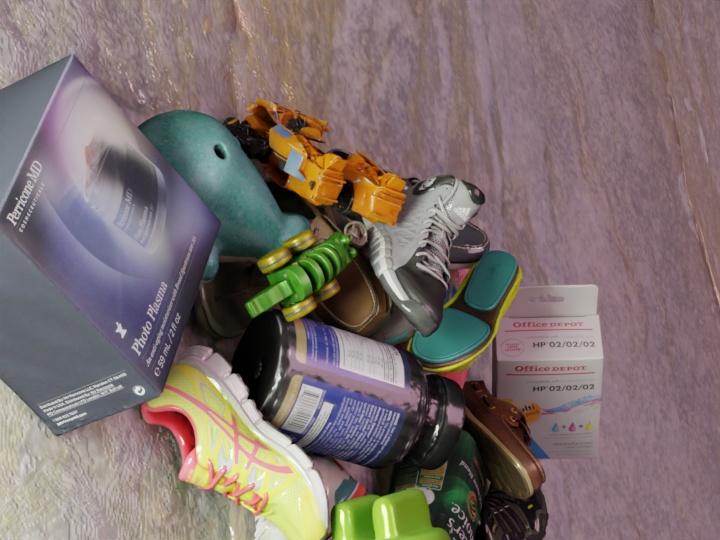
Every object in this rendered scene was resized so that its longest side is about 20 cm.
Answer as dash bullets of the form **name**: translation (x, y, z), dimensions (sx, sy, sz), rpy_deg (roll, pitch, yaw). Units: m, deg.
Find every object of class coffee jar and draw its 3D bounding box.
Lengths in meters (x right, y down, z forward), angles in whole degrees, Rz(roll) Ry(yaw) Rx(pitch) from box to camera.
- **coffee jar**: translation (0.064, 0.251, 1.778), dimensions (0.201, 0.084, 0.105), rpy_deg (-73, 152, -46)

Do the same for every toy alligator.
- **toy alligator**: translation (-0.031, -0.009, 1.619), dimensions (0.200, 0.054, 0.060), rpy_deg (-36, 102, -52)

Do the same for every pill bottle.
- **pill bottle**: translation (-0.011, 0.113, 1.657), dimensions (0.198, 0.112, 0.113), rpy_deg (19, 53, -25)

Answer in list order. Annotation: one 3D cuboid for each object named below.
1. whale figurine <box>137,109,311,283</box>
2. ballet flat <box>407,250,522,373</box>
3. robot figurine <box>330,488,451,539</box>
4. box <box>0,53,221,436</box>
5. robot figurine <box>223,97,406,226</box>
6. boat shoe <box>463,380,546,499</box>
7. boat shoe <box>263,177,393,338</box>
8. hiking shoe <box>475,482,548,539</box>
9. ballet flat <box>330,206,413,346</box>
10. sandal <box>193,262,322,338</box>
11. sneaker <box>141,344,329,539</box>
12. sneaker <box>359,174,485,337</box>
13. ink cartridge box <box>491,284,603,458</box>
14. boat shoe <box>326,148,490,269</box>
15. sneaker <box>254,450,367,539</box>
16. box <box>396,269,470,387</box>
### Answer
- **whale figurine**: translation (-0.118, -0.063, 1.621), dimensions (0.199, 0.104, 0.160), rpy_deg (29, 48, -23)
- **ballet flat**: translation (0.103, 0.057, 1.795), dimensions (0.200, 0.066, 0.068), rpy_deg (-49, 155, -46)
- **robot figurine**: translation (0.029, 0.288, 1.553), dimensions (0.115, 0.174, 0.203), rpy_deg (-1, 81, -61)
- **box**: translation (-0.229, -0.020, 1.436), dimensions (0.199, 0.122, 0.201), rpy_deg (49, 36, -30)
- **robot figurine**: translation (-0.045, -0.105, 1.739), dimensions (0.144, 0.059, 0.200), rpy_deg (16, 15, -37)
- **boat shoe**: translation (0.138, 0.161, 1.872), dimensions (0.200, 0.067, 0.073), rpy_deg (42, -26, 60)
- **boat shoe**: translation (-0.043, -0.014, 1.729), dimensions (0.074, 0.076, 0.200), rpy_deg (37, 11, -49)
- **hiking shoe**: translation (0.135, 0.261, 1.906), dimensions (0.101, 0.075, 0.201), rpy_deg (56, 34, -28)
- **ballet flat**: translation (0.000, 0.000, 1.793), dimensions (0.068, 0.063, 0.201), rpy_deg (87, -16, -48)
- **sandal**: translation (-0.090, 0.023, 1.698), dimensions (0.200, 0.057, 0.081), rpy_deg (14, 60, -55)
- **sneaker**: translation (-0.108, 0.163, 1.547), dimensions (0.090, 0.078, 0.200), rpy_deg (-35, 77, -35)
- **sneaker**: translation (0.068, -0.031, 1.704), dimensions (0.075, 0.115, 0.201), rpy_deg (49, 12, -33)
- **ink cartridge box**: translation (0.196, 0.110, 1.964), dimensions (0.068, 0.114, 0.201), rpy_deg (-90, 177, -47)
- **boat shoe**: translation (0.043, -0.062, 1.855), dimensions (0.198, 0.062, 0.073), rpy_deg (23, 36, 0)
- **sneaker**: translation (-0.072, 0.215, 1.622), dimensions (0.094, 0.070, 0.200), rpy_deg (48, 35, 1)
- **box**: translation (0.052, 0.062, 1.870), dimensions (0.103, 0.094, 0.201), rpy_deg (55, 33, -23)
